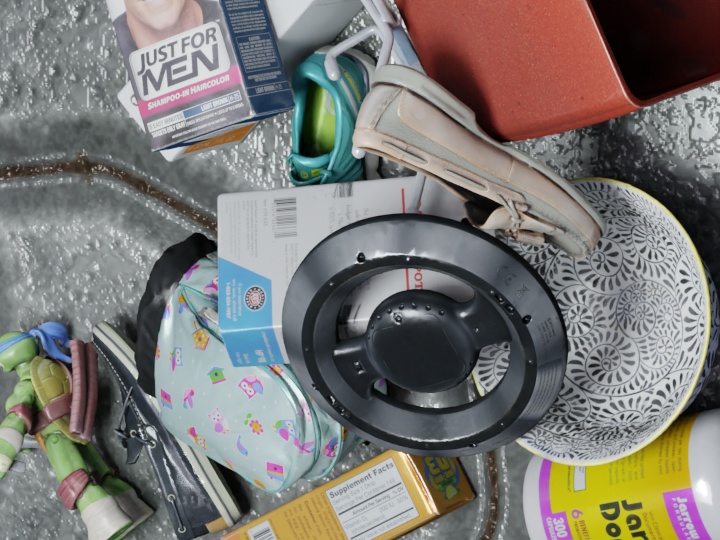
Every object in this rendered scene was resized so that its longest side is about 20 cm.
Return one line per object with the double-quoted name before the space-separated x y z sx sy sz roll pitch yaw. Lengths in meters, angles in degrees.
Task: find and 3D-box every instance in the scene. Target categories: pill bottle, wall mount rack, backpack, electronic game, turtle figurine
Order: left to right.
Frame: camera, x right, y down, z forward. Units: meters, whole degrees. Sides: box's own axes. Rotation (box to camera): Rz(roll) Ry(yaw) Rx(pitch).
"turtle figurine" -0.279 0.163 1.821 0.194 0.200 0.144 51 154 7
"backpack" -0.078 0.080 1.672 0.200 0.127 0.167 31 136 27
"wall mount rack" 0.010 -0.131 1.524 0.075 0.200 0.174 -31 58 4
"electronic game" 0.043 0.047 1.499 0.200 0.042 0.200 8 125 11
"pill bottle" 0.223 0.157 1.547 0.200 0.104 0.104 -16 92 32

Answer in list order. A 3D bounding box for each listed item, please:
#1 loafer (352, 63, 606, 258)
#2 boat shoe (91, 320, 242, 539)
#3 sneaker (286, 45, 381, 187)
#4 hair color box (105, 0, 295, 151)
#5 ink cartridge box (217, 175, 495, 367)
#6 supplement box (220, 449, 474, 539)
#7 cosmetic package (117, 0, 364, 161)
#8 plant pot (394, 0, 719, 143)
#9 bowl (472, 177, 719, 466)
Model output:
"loafer" 0.076 -0.058 1.454 0.200 0.063 0.072 36 162 -23
"boat shoe" -0.171 0.132 1.784 0.062 0.075 0.200 -31 88 0
"sneaker" -0.029 -0.070 1.660 0.077 0.080 0.200 4 103 29
"hair color box" -0.128 -0.196 1.584 0.100 0.061 0.200 -17 90 32
"ink cartridge box" 0.000 0.000 1.579 0.200 0.067 0.116 -4 62 5
"supplement box" -0.011 0.195 1.714 0.200 0.067 0.069 -28 83 31
"cosmetic package" -0.082 -0.177 1.655 0.071 0.101 0.200 51 121 11
"plant pot" 0.138 -0.187 1.481 0.176 0.200 0.200 -26 86 44
"bowl" 0.181 0.038 1.541 0.201 0.094 0.201 -4 83 38
